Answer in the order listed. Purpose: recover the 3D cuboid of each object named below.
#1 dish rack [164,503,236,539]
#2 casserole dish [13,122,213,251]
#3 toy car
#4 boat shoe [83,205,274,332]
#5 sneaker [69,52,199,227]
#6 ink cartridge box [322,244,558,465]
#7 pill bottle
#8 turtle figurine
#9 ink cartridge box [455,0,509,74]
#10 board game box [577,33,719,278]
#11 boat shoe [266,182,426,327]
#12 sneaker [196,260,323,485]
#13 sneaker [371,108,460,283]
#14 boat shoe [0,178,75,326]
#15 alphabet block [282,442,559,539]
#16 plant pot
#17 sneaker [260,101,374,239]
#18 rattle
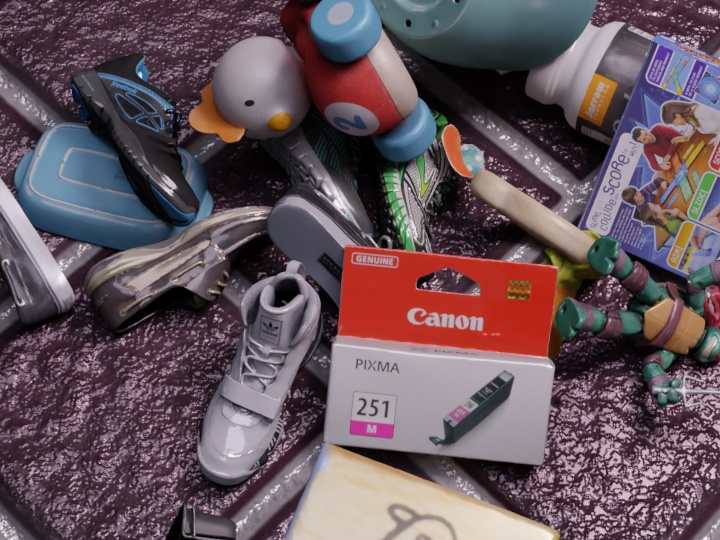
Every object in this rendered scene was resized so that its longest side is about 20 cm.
[{"bbox_3d":[-0.136,0.305,1.351,0.054,0.154,0.201,7,62,-11],"label":"dish rack"},{"bbox_3d":[-0.240,-0.085,1.623,0.199,0.039,0.122,14,62,5],"label":"casserole dish"},{"bbox_3d":[-0.062,-0.168,1.546,0.199,0.184,0.177,-31,51,3],"label":"toy car"},{"bbox_3d":[-0.156,0.003,1.566,0.199,0.075,0.074,-22,75,-5],"label":"boat shoe"},{"bbox_3d":[-0.198,-0.129,1.585,0.082,0.073,0.200,-29,66,-16],"label":"sneaker"},{"bbox_3d":[0.073,0.075,1.489,0.199,0.044,0.175,6,100,1],"label":"ink cartridge box"},{"bbox_3d":[0.270,-0.173,1.643,0.199,0.117,0.117,26,63,12],"label":"pill bottle"},{"bbox_3d":[0.281,0.050,1.522,0.199,0.101,0.150,23,83,-21],"label":"turtle figurine"},{"bbox_3d":[0.132,-0.321,1.695,0.084,0.146,0.200,-23,62,-43],"label":"ink cartridge box"},{"bbox_3d":[0.300,-0.102,1.569,0.135,0.201,0.034,25,26,12],"label":"board game box"},{"bbox_3d":[-0.002,0.001,1.548,0.199,0.074,0.068,42,34,-5],"label":"boat shoe"},{"bbox_3d":[-0.092,0.086,1.489,0.075,0.115,0.201,21,63,10],"label":"sneaker"},{"bbox_3d":[0.057,-0.080,1.606,0.085,0.078,0.201,-1,61,-3],"label":"sneaker"},{"bbox_3d":[-0.345,-0.029,1.576,0.066,0.070,0.200,-31,74,-19],"label":"boat shoe"},{"bbox_3d":[0.028,0.286,1.338,0.199,0.197,0.196,19,64,8],"label":"alphabet block"},{"bbox_3d":[0.098,-0.281,1.560,0.201,0.201,0.161,48,34,21],"label":"plant pot"},{"bbox_3d":[-0.027,-0.111,1.626,0.091,0.078,0.200,-23,66,-18],"label":"sneaker"},{"bbox_3d":[0.129,-0.023,1.577,0.199,0.143,0.130,32,20,6],"label":"rattle"}]
